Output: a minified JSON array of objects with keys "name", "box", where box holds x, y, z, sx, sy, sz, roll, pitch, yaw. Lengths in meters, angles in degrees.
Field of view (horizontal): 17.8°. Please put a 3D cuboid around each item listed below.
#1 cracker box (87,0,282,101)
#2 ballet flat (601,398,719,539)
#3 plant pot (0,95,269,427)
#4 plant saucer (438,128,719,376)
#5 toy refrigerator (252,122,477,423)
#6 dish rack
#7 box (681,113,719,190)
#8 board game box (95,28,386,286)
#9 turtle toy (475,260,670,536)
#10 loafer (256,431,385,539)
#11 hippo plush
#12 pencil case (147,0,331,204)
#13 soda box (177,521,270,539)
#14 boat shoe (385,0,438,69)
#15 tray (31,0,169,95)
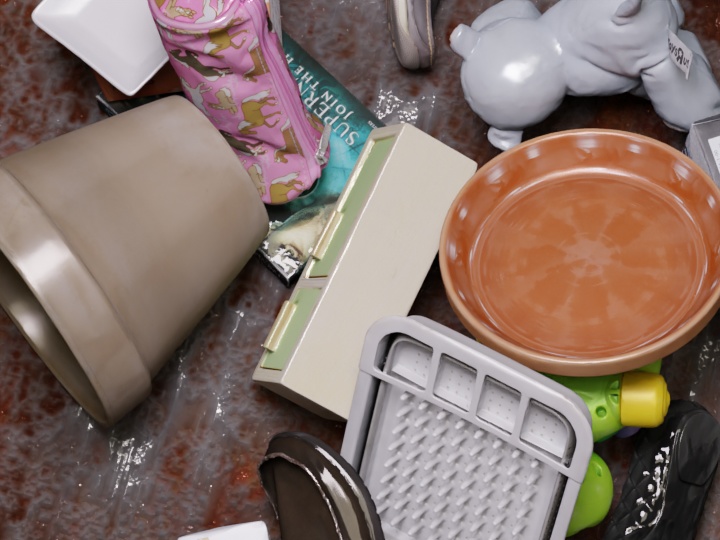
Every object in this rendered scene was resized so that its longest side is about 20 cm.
[{"name":"cracker box","box":[-0.130,-0.230,1.675,0.133,0.058,0.202,-8,64,5]},{"name":"ballet flat","box":[0.196,0.185,1.599,0.066,0.057,0.201,29,80,-21]},{"name":"plant pot","box":[-0.162,-0.023,1.573,0.173,0.200,0.200,-35,77,-13]},{"name":"plant saucer","box":[0.152,-0.011,1.551,0.198,0.032,0.202,-4,52,5]},{"name":"toy refrigerator","box":[0.000,0.000,1.608,0.070,0.076,0.201,28,82,-16]},{"name":"dish rack","box":[0.071,0.130,1.543,0.171,0.201,0.044,26,35,19]},{"name":"box","box":[0.313,-0.013,1.612,0.131,0.115,0.202,-17,74,-4]},{"name":"board game box","box":[-0.077,-0.103,1.679,0.200,0.028,0.135,43,78,10]},{"name":"turtle toy","box":[0.144,0.081,1.588,0.144,0.101,0.202,4,71,12]},{"name":"loafer","box":[-0.020,0.204,1.554,0.071,0.073,0.201,-21,79,-37]},{"name":"hippo plush","box":[0.157,-0.141,1.636,0.160,0.200,0.160,-28,110,13]},{"name":"pencil case","box":[-0.081,-0.134,1.569,0.086,0.201,0.083,-18,49,6]},{"name":"soda box","box":[-0.074,0.276,1.553,0.063,0.068,0.202,-11,75,-3]},{"name":"boat shoe","box":[0.055,-0.247,1.697,0.073,0.075,0.202,1,76,0]},{"name":"tray","box":[-0.129,-0.216,1.625,0.107,0.022,0.200,37,76,21]}]
